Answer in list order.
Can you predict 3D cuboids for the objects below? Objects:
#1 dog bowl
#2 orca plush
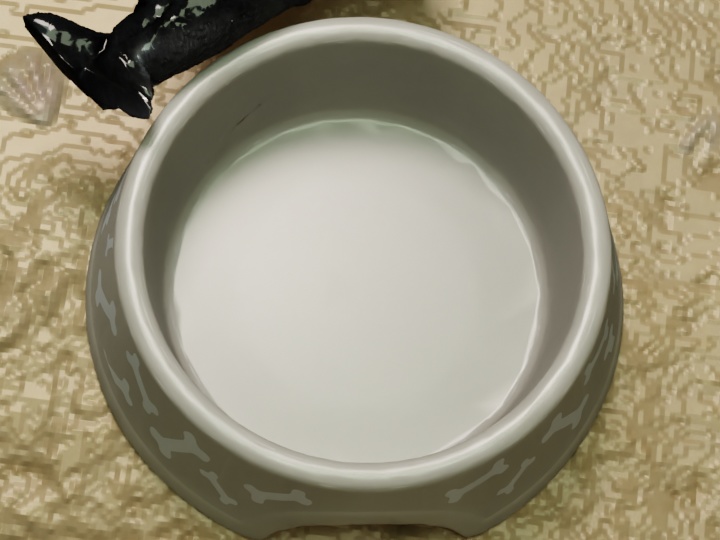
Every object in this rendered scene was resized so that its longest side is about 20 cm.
[{"bbox_3d":[0.000,0.000,0.906,0.199,0.059,0.201,1,71,-3],"label":"dog bowl"},{"bbox_3d":[-0.041,-0.142,0.924,0.199,0.071,0.105,-33,38,-21],"label":"orca plush"}]
